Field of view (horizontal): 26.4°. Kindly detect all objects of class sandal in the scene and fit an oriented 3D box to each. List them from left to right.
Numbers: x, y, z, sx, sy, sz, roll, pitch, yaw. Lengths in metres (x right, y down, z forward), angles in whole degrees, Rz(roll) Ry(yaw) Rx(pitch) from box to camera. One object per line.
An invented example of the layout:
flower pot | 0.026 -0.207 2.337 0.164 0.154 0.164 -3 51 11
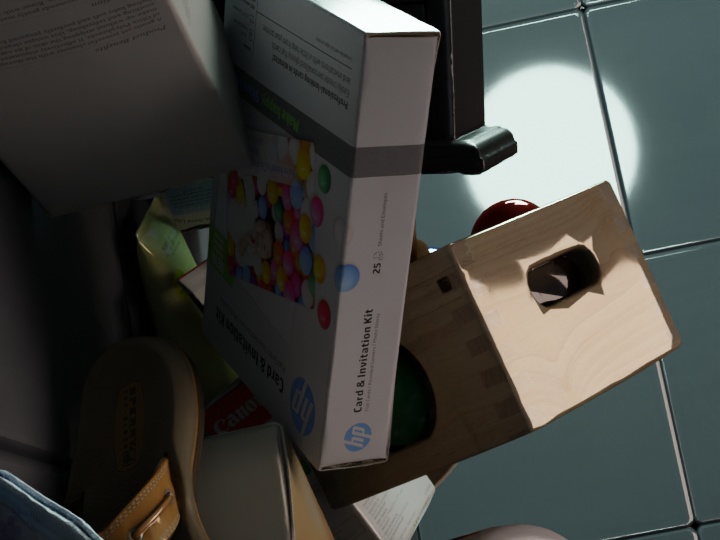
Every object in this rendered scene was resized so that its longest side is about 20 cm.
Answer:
sandal | -0.099 0.106 0.640 0.054 0.080 0.201 49 25 -49

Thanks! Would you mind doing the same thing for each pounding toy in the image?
pounding toy | 0.048 0.022 0.818 0.199 0.183 0.143 -21 84 -47

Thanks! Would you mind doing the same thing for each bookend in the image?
bookend | -0.023 -0.153 0.824 0.092 0.198 0.201 -32 122 -70

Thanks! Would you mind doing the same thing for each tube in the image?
tube | -0.098 0.055 0.936 0.058 0.052 0.202 9 -58 53

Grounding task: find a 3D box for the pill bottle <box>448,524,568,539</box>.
pill bottle | 0.048 0.214 0.874 0.200 0.112 0.114 -33 -116 59

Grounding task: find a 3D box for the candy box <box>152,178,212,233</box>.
candy box | -0.124 -0.144 0.985 0.137 0.060 0.201 -94 171 -48

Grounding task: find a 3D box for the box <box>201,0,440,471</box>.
box | -0.026 -0.033 0.722 0.156 0.041 0.202 41 -49 55

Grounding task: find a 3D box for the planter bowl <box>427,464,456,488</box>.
planter bowl | -0.025 0.063 1.082 0.135 0.199 0.202 37 -35 57

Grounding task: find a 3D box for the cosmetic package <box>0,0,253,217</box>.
cosmetic package | -0.120 -0.103 0.646 0.200 0.107 0.086 72 5 -71

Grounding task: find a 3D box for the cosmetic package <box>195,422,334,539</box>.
cosmetic package | -0.062 0.160 0.762 0.201 0.104 0.072 70 8 -55

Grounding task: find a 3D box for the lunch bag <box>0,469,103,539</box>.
lunch bag | -0.076 0.174 0.422 0.201 0.126 0.171 -106 -177 -49

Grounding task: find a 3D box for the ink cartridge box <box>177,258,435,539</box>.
ink cartridge box | -0.043 0.084 0.905 0.201 0.050 0.109 52 20 -2
